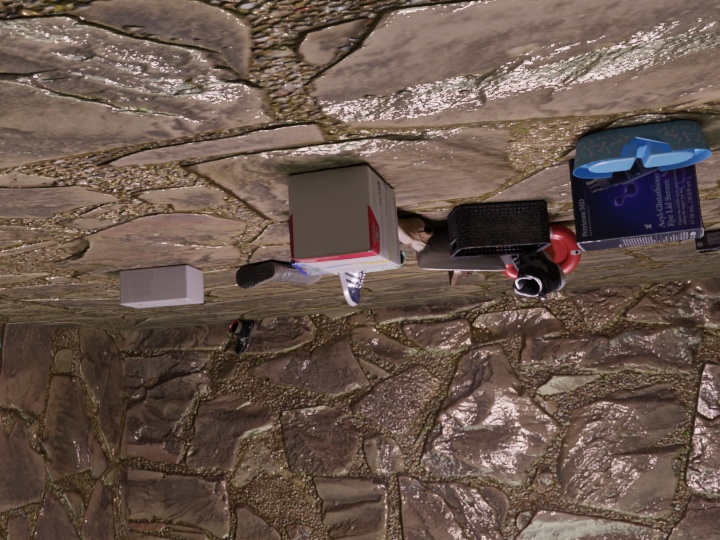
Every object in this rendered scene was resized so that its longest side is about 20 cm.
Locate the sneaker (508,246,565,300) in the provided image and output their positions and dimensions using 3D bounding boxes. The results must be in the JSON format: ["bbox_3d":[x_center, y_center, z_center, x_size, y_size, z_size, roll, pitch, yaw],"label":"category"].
[{"bbox_3d":[0.372,-0.016,1.664,0.114,0.200,0.076,-33,162,-44],"label":"sneaker"}]

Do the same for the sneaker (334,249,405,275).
[{"bbox_3d":[0.023,-0.031,1.873,0.200,0.074,0.118,-10,-176,-39],"label":"sneaker"}]

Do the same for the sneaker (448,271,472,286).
[{"bbox_3d":[0.321,0.008,2.307,0.075,0.071,0.200,-5,172,2],"label":"sneaker"}]

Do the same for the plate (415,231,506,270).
[{"bbox_3d":[0.229,-0.052,1.709,0.199,0.032,0.200,1,-156,0],"label":"plate"}]

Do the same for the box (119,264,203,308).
[{"bbox_3d":[-0.560,0.047,2.056,0.199,0.098,0.124,-5,171,8],"label":"box"}]

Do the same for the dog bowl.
[{"bbox_3d":[0.426,-0.185,1.113,0.199,0.050,0.111,-5,171,13],"label":"dog bowl"}]

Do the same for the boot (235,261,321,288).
[{"bbox_3d":[-0.238,0.013,2.130,0.181,0.073,0.200,-7,178,35],"label":"boot"}]

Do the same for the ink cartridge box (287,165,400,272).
[{"bbox_3d":[-0.023,-0.082,1.267,0.144,0.146,0.200,-6,171,16],"label":"ink cartridge box"}]

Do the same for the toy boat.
[{"bbox_3d":[0.438,-0.040,1.758,0.199,0.131,0.131,-5,-167,-2],"label":"toy boat"}]

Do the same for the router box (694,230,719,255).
[{"bbox_3d":[1.072,-0.088,2.069,0.199,0.052,0.157,-10,170,33],"label":"router box"}]

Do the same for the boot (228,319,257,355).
[{"bbox_3d":[-0.641,0.346,3.812,0.073,0.204,0.154,31,-172,31],"label":"boot"}]

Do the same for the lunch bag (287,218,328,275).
[{"bbox_3d":[-0.050,-0.051,1.555,0.169,0.124,0.200,-7,164,10],"label":"lunch bag"}]

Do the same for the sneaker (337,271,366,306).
[{"bbox_3d":[0.000,0.000,1.801,0.108,0.201,0.070,-11,-145,6],"label":"sneaker"}]

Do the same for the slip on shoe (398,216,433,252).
[{"bbox_3d":[0.108,-0.092,1.580,0.061,0.076,0.200,-46,152,9],"label":"slip on shoe"}]

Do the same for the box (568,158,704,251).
[{"bbox_3d":[0.464,-0.120,1.233,0.199,0.149,0.104,-8,171,23],"label":"box"}]

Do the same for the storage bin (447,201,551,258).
[{"bbox_3d":[0.296,-0.087,1.573,0.199,0.094,0.135,-4,171,-4],"label":"storage bin"}]
